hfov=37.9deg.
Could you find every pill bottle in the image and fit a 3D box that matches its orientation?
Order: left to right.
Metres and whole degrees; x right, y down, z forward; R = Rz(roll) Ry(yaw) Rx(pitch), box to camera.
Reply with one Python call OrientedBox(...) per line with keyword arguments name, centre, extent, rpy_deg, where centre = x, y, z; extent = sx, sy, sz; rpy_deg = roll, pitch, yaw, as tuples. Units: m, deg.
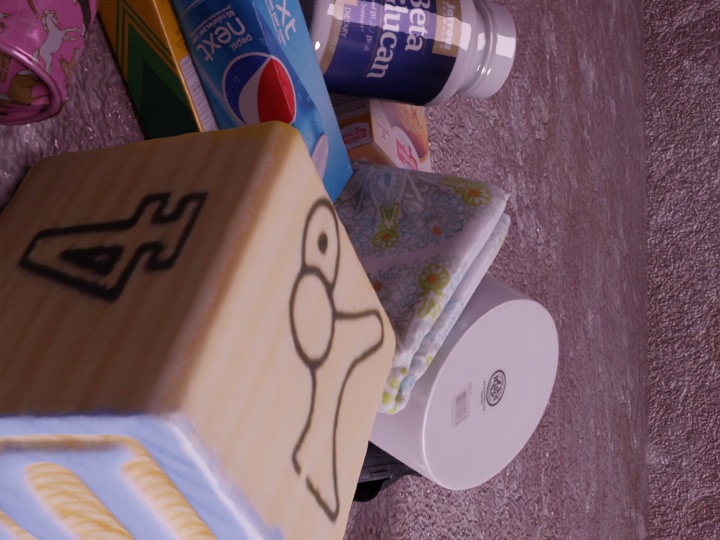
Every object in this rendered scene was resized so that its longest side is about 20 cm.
OrientedBox(name="pill bottle", centre=(0.027, -0.197, 0.870), extent=(0.197, 0.111, 0.113), rpy_deg=(3, 82, -29))

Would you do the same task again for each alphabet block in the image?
OrientedBox(name="alphabet block", centre=(-0.111, 0.061, 0.603), extent=(0.202, 0.193, 0.197), rpy_deg=(-71, 148, -41))

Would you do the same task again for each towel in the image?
OrientedBox(name="towel", centre=(0.000, 0.000, 0.776), extent=(0.201, 0.169, 0.049), rpy_deg=(-55, 140, -29))

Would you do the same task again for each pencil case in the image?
OrientedBox(name="pencil case", centre=(-0.191, -0.187, 0.601), extent=(0.087, 0.081, 0.203), rpy_deg=(54, 40, -58))

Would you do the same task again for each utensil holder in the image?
OrientedBox(name="utensil holder", centre=(0.038, 0.060, 0.856), extent=(0.168, 0.199, 0.173), rpy_deg=(-22, 124, -37))

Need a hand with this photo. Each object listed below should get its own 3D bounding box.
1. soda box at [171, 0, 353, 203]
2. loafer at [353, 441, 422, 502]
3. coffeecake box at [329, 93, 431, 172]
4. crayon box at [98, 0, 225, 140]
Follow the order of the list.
OrientedBox(name="soda box", centre=(-0.070, -0.139, 0.762), extent=(0.068, 0.063, 0.202), rpy_deg=(-61, 139, -50))
OrientedBox(name="loafer", centre=(0.004, 0.183, 0.994), extent=(0.200, 0.067, 0.072), rpy_deg=(26, 70, -57))
OrientedBox(name="coffeecake box", centre=(0.005, -0.167, 1.004), extent=(0.153, 0.072, 0.203), rpy_deg=(39, 41, -58))
OrientedBox(name="crayon box", centre=(-0.133, -0.193, 0.766), extent=(0.126, 0.051, 0.203), rpy_deg=(-58, 138, -52))
